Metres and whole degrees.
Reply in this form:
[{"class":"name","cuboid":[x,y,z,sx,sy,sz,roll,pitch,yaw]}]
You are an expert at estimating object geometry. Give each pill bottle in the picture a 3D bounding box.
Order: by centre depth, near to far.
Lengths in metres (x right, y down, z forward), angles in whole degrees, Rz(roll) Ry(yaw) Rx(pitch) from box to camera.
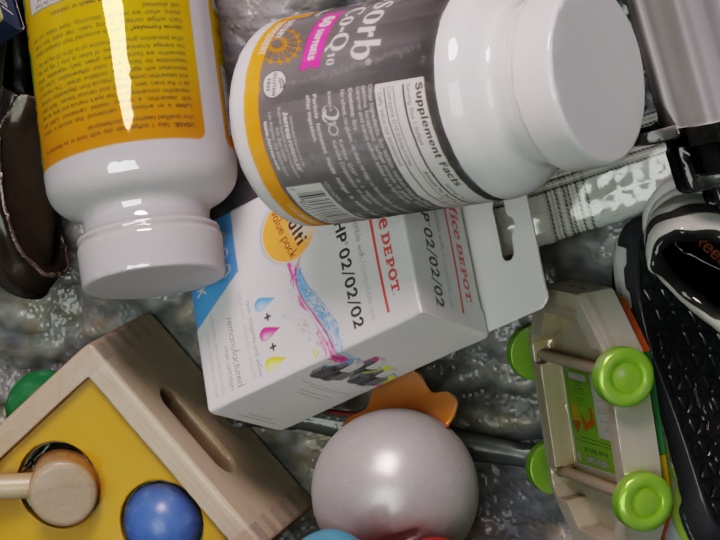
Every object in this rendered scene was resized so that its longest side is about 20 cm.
[{"class":"pill bottle","cuboid":[0.040,-0.089,1.517,0.200,0.116,0.117,-8,98,35]},{"class":"pill bottle","cuboid":[-0.129,-0.090,1.653,0.111,0.111,0.200,-12,77,19]}]

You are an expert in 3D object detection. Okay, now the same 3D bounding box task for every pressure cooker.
[{"class":"pressure cooker","cuboid":[0.235,-0.130,1.534,0.176,0.179,0.200,-11,98,39]}]

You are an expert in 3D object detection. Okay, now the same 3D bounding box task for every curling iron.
[{"class":"curling iron","cuboid":[0.012,0.091,1.713,0.200,0.050,0.026,8,103,10]}]

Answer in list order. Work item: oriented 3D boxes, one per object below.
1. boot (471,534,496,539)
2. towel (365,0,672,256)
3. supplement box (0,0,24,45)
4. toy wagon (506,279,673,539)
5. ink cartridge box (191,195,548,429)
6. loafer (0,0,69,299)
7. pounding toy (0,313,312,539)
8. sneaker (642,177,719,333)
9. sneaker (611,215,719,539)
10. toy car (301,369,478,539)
[{"class":"boot","cuboid":[0.119,0.249,1.689,0.200,0.074,0.096,39,102,6]},{"class":"towel","cuboid":[0.107,-0.115,1.646,0.200,0.035,0.193,-16,96,20]},{"class":"supplement box","cuboid":[-0.322,-0.213,1.638,0.134,0.200,0.200,-30,63,20]},{"class":"toy wagon","cuboid":[0.133,0.107,1.619,0.039,0.155,0.200,-12,97,-15]},{"class":"ink cartridge box","cuboid":[0.000,0.000,1.640,0.200,0.068,0.115,-26,63,31]},{"class":"loafer","cuboid":[-0.206,-0.082,1.726,0.071,0.073,0.200,-12,96,21]},{"class":"pounding toy","cuboid":[-0.175,0.136,1.722,0.184,0.142,0.200,-42,87,19]},{"class":"sneaker","cuboid":[0.232,0.029,1.566,0.200,0.080,0.074,33,111,3]},{"class":"sneaker","cuboid":[0.162,0.071,1.641,0.083,0.072,0.200,-12,90,48]},{"class":"toy car","cuboid":[0.002,0.152,1.639,0.177,0.184,0.200,-18,53,35]}]
